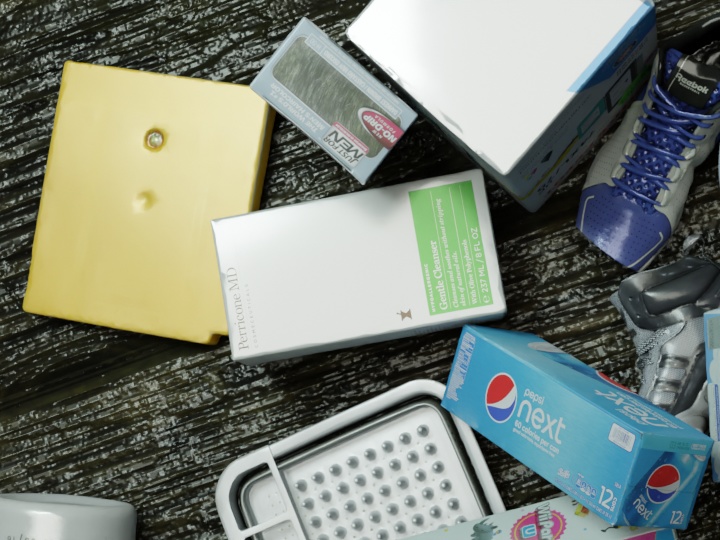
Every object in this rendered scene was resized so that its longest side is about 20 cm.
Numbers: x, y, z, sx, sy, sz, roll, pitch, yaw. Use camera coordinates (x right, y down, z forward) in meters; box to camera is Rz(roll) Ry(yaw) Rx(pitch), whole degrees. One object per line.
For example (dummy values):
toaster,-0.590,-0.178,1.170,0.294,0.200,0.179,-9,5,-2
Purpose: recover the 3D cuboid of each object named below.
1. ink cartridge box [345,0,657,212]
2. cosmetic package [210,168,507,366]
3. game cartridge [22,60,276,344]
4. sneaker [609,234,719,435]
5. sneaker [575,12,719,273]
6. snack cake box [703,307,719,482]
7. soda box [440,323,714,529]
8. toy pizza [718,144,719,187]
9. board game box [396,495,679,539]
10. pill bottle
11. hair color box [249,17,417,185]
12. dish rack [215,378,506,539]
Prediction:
ink cartridge box,0.105,-0.150,1.111,0.146,0.200,0.147,43,94,12
cosmetic package,0.000,0.000,1.168,0.198,0.085,0.109,-12,84,2
game cartridge,-0.163,-0.052,1.252,0.174,0.032,0.202,10,89,14
sneaker,0.207,0.071,1.133,0.114,0.075,0.200,41,88,14
sneaker,0.215,-0.104,1.125,0.080,0.115,0.200,32,92,15
snack cake box,0.332,0.079,1.065,0.198,0.067,0.116,0,82,-13
soda box,0.139,0.100,1.076,0.200,0.067,0.065,33,110,54
toy pizza,0.325,-0.082,1.099,0.198,0.032,0.202,-4,102,-20
board game box,0.129,0.237,1.099,0.198,0.064,0.149,-17,116,8
pill bottle,-0.229,0.270,1.190,0.113,0.114,0.202,3,85,13
hair color box,-0.022,-0.120,1.126,0.099,0.200,0.061,40,94,-7
dish rack,0.009,0.190,1.180,0.199,0.044,0.173,-25,79,10
